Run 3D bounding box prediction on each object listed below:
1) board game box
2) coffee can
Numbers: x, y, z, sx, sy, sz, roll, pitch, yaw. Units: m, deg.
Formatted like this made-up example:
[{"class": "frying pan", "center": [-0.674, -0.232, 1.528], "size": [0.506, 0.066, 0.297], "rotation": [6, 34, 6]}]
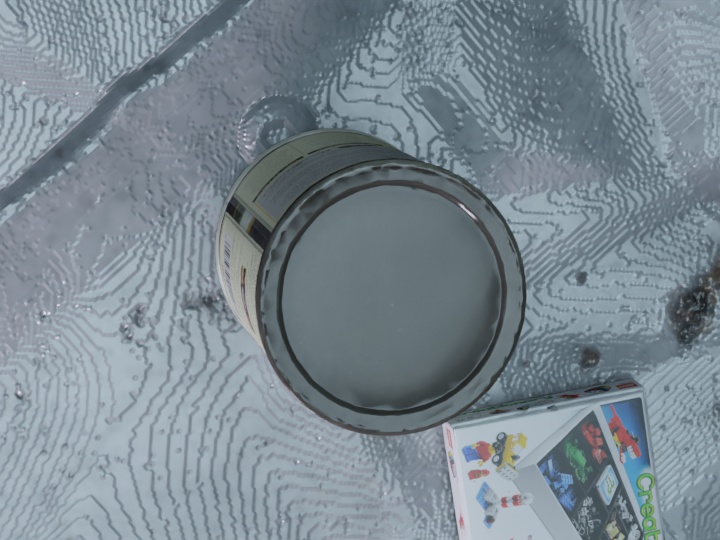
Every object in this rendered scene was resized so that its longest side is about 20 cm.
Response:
[{"class": "board game box", "center": [0.127, 0.178, 1.448], "size": [0.125, 0.035, 0.202], "rotation": [-10, 100, -8]}, {"class": "coffee can", "center": [0.000, 0.000, 1.314], "size": [0.145, 0.200, 0.148], "rotation": [-2, 99, -10]}]
